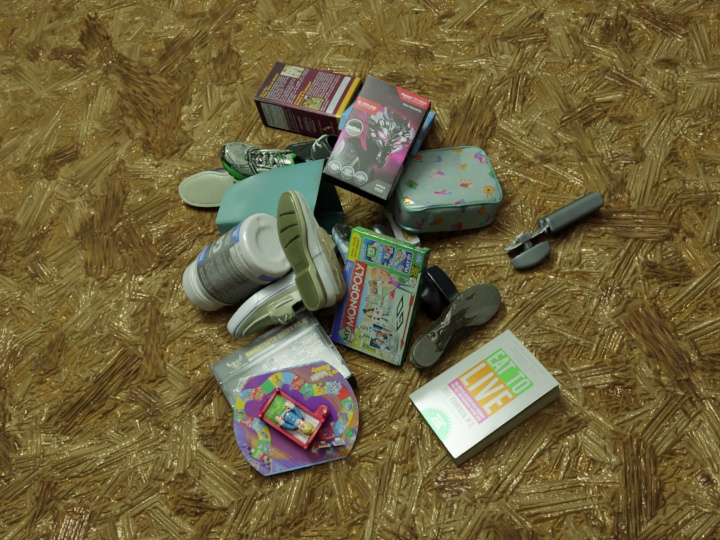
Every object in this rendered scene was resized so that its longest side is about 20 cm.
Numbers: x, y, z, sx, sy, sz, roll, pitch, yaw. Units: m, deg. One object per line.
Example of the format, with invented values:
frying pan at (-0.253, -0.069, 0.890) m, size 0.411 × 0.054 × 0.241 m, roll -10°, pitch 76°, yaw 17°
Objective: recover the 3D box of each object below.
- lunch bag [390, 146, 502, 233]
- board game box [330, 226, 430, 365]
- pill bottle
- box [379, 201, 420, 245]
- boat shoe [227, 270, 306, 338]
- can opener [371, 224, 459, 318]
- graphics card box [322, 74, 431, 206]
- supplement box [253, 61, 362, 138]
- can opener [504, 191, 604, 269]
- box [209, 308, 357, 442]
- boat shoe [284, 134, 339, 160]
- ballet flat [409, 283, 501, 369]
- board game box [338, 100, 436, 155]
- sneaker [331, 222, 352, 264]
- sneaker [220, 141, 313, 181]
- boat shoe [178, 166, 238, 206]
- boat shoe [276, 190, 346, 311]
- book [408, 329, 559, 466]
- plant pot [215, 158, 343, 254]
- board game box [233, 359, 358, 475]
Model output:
lunch bag at (0.151, -0.151, 1.436) m, size 0.198 × 0.077 × 0.161 m, roll -7°, pitch 52°, yaw -14°
board game box at (0.031, 0.043, 1.308) m, size 0.134 × 0.201 × 0.029 m, roll 18°, pitch 19°, yaw 20°
pill bottle at (-0.214, -0.008, 1.364) m, size 0.199 × 0.113 × 0.115 m, roll -29°, pitch 47°, yaw 38°
box at (0.062, -0.112, 1.472) m, size 0.041 × 0.039 × 0.201 m, roll -18°, pitch 57°, yaw -3°
boat shoe at (-0.131, 0.057, 1.331) m, size 0.199 × 0.072 × 0.062 m, roll -36°, pitch 68°, yaw -7°
can opener at (0.081, 0.001, 1.376) m, size 0.078 × 0.064 × 0.200 m, roll -30°, pitch 65°, yaw -31°
graphics card box at (0.029, -0.227, 1.377) m, size 0.125 × 0.051 × 0.201 m, roll 24°, pitch 82°, yaw 6°
supplement box at (-0.101, -0.344, 1.619) m, size 0.199 × 0.086 × 0.111 m, roll 16°, pitch 63°, yaw 19°
can opener at (0.345, -0.068, 1.397) m, size 0.199 × 0.053 × 0.067 m, roll -27°, pitch 90°, yaw -8°
box at (-0.129, 0.177, 1.320) m, size 0.199 × 0.048 × 0.159 m, roll -31°, pitch 57°, yaw -10°
boat shoe at (-0.063, -0.241, 1.545) m, size 0.199 × 0.068 × 0.072 m, roll 2°, pitch 54°, yaw 23°
ballet flat at (0.157, 0.094, 1.325) m, size 0.200 × 0.046 × 0.067 m, roll -42°, pitch 83°, yaw -19°
board game box at (0.055, -0.285, 1.503) m, size 0.150 × 0.037 × 0.200 m, roll 20°, pitch 27°, yaw 5°
sneaker at (0.000, 0.000, 1.385) m, size 0.072 × 0.073 × 0.201 m, roll -2°, pitch 52°, yaw -47°
sneaker at (-0.163, -0.203, 1.472) m, size 0.199 × 0.085 × 0.079 m, roll 11°, pitch 67°, yaw -24°
boat shoe at (-0.259, -0.171, 1.562) m, size 0.198 × 0.068 × 0.072 m, roll -13°, pitch 101°, yaw 8°
boat shoe at (-0.081, -0.036, 1.304) m, size 0.068 × 0.075 × 0.202 m, roll -14°, pitch 89°, yaw -38°
book at (0.195, 0.198, 1.255) m, size 0.199 × 0.048 × 0.134 m, roll -33°, pitch 54°, yaw -9°
plant pot at (-0.150, -0.095, 1.437) m, size 0.198 × 0.142 × 0.142 m, roll -4°, pitch 49°, yaw 14°
board game box at (-0.100, 0.229, 1.236) m, size 0.198 × 0.039 × 0.159 m, roll -11°, pitch 83°, yaw -8°
